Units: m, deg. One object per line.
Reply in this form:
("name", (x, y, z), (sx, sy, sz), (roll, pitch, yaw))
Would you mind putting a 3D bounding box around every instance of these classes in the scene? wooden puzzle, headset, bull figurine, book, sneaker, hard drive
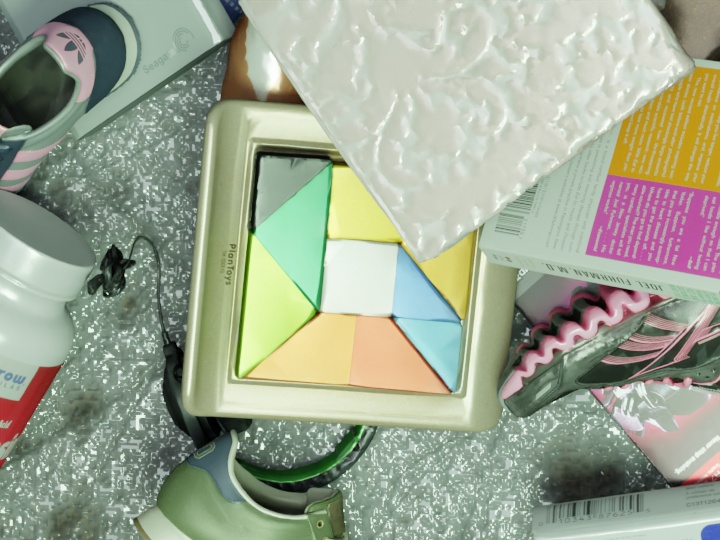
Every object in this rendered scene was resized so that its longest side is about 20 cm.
("wooden puzzle", (0.000, 0.000, 1.661), (0.198, 0.037, 0.186), (3, 100, -14))
("headset", (-0.077, 0.053, 1.733), (0.200, 0.094, 0.124), (39, 98, -7))
("bull figurine", (-0.048, -0.104, 1.703), (0.065, 0.121, 0.202), (10, 96, 7))
("book", (0.178, -0.052, 1.615), (0.199, 0.048, 0.134), (12, 73, 25))
("sneaker", (0.174, 0.041, 1.661), (0.199, 0.079, 0.096), (-32, 100, 11))
("hard drive", (-0.174, -0.197, 1.743), (0.132, 0.026, 0.201), (-31, 88, 32))
("sneaker", (-0.031, 0.173, 1.699), (0.200, 0.067, 0.090), (36, 93, -8))
("sneaker", (-0.220, -0.087, 1.732), (0.070, 0.082, 0.200), (48, 117, 7))

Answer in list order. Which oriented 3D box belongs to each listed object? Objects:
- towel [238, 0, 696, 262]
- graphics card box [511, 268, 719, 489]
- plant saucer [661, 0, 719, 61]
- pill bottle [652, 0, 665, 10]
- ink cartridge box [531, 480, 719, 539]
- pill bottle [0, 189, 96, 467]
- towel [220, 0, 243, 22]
("towel", (0.059, -0.135, 1.596), (0.199, 0.032, 0.192), (-35, 90, 17))
("graphics card box", (0.184, 0.031, 1.715), (0.125, 0.051, 0.200), (-41, 86, 10))
("plant saucer", (0.156, -0.178, 1.704), (0.199, 0.037, 0.202), (-1, 86, 10))
("pill bottle", (0.132, -0.248, 1.636), (0.111, 0.112, 0.202), (-2, 87, 8))
("ink cartridge box", (0.216, 0.219, 1.714), (0.196, 0.047, 0.201), (-9, 119, 8))
("pill bottle", (-0.244, 0.056, 1.739), (0.112, 0.112, 0.201), (33, 105, 5))
("towel", (-0.066, -0.273, 1.748), (0.145, 0.024, 0.200), (42, 100, 1))
